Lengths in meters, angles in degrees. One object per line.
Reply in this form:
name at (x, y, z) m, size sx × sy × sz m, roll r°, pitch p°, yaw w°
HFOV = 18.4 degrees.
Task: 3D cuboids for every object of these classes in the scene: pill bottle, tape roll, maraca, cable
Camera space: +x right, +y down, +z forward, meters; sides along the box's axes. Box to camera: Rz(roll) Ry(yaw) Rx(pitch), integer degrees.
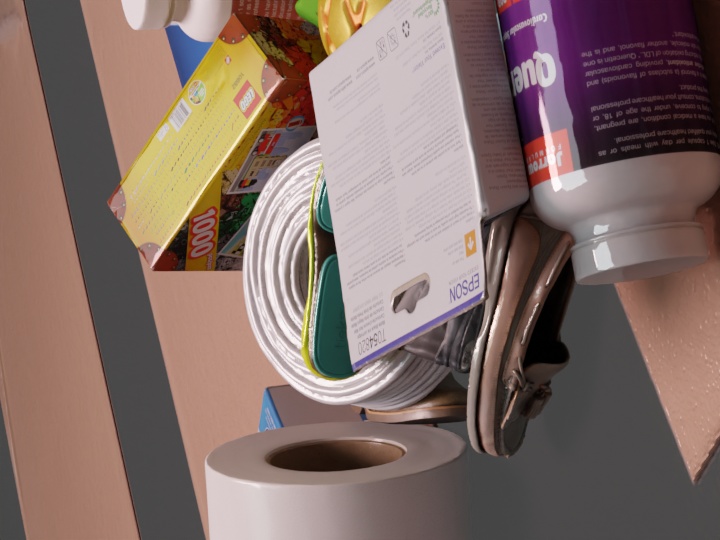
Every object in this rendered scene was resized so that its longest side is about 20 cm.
pill bottle at (0.142, -0.098, 1.264) m, size 0.112 × 0.111 × 0.202 m, roll 149°, pitch 114°, yaw -69°
tape roll at (-0.014, 0.203, 1.671) m, size 0.202 × 0.201 × 0.141 m, roll -162°, pitch 67°, yaw -69°
maraca at (0.020, -0.172, 1.568) m, size 0.137 × 0.107 × 0.199 m, roll 52°, pitch 158°, yaw -23°
cable at (0.000, 0.000, 1.611) m, size 0.200 × 0.069 × 0.201 m, roll -42°, pitch 64°, yaw 33°
pill bottle at (-0.083, -0.237, 1.726) m, size 0.112 × 0.198 × 0.113 m, roll 173°, pitch 90°, yaw -70°

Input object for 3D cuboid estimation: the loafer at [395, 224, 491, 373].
loafer at (0.065, -0.035, 1.499) m, size 0.073 × 0.072 × 0.202 m, roll 9°, pitch -86°, yaw -83°

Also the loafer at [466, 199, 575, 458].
loafer at (0.112, 0.043, 1.469) m, size 0.062 × 0.072 × 0.202 m, roll 16°, pitch 122°, yaw 21°

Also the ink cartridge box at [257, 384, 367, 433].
ink cartridge box at (-0.037, 0.217, 1.913) m, size 0.146 × 0.083 × 0.201 m, roll -117°, pitch 28°, yaw -44°

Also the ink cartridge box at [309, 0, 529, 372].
ink cartridge box at (0.035, -0.057, 1.332) m, size 0.199 × 0.040 × 0.202 m, roll 149°, pitch 116°, yaw -62°

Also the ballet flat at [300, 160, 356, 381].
ballet flat at (-0.008, -0.024, 1.535) m, size 0.067 × 0.066 × 0.202 m, roll -112°, pitch 32°, yaw -75°

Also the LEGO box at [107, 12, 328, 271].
LEGO box at (-0.079, -0.095, 1.716) m, size 0.077 × 0.148 × 0.200 m, roll 53°, pitch 122°, yaw 27°

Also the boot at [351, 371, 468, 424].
boot at (0.038, 0.078, 1.690) m, size 0.200 × 0.073 × 0.076 m, roll -168°, pitch 83°, yaw -72°

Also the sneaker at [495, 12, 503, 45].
sneaker at (0.072, -0.100, 1.448) m, size 0.200 × 0.074 × 0.082 m, roll -44°, pitch 33°, yaw 17°

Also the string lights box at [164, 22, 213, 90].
string lights box at (-0.116, -0.183, 1.906) m, size 0.103 × 0.058 × 0.201 m, roll -78°, pitch -19°, yaw -45°
